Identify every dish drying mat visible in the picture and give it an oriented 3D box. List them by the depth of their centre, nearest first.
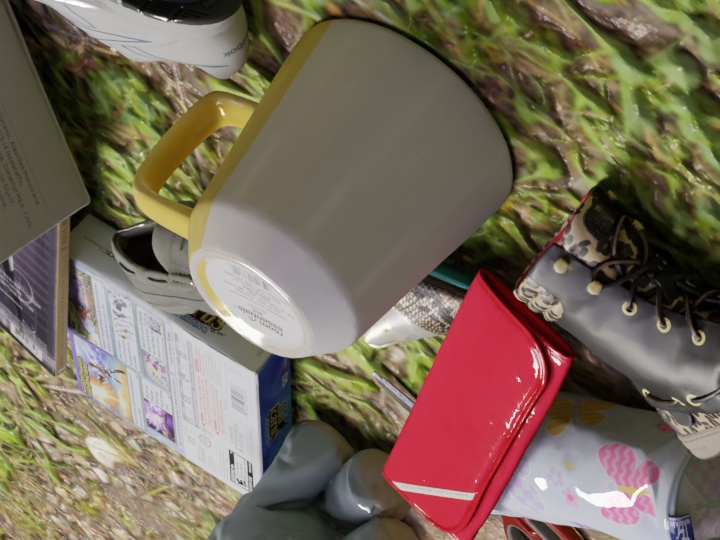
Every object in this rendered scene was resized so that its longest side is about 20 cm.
[{"bbox_3d":[0.067,0.087,1.329,0.077,0.018,0.200,44,142,18],"label":"dish drying mat"}]

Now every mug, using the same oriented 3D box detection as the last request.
[{"bbox_3d":[-0.027,-0.032,1.256,0.149,0.153,0.186,48,152,-18],"label":"mug"}]

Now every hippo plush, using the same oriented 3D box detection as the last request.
[{"bbox_3d":[-0.032,0.227,1.634,0.159,0.200,0.161,45,168,31],"label":"hippo plush"}]

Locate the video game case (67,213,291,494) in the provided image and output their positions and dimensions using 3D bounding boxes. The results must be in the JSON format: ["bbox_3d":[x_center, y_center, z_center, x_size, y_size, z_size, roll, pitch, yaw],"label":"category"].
[{"bbox_3d":[-0.135,0.068,1.654,0.181,0.045,0.200,30,151,17],"label":"video game case"}]

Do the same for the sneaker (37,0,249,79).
[{"bbox_3d":[-0.150,-0.161,1.304,0.200,0.075,0.087,25,155,26],"label":"sneaker"}]

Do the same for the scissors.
[{"bbox_3d":[0.087,0.137,1.526,0.200,0.014,0.073,52,153,-21],"label":"scissors"}]

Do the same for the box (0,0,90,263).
[{"bbox_3d":[-0.314,-0.105,1.480,0.199,0.131,0.200,7,126,47],"label":"box"}]

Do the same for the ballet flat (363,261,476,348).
[{"bbox_3d":[0.000,0.000,1.352,0.200,0.075,0.068,32,-169,15],"label":"ballet flat"}]

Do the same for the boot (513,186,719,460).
[{"bbox_3d":[0.170,0.017,1.182,0.151,0.073,0.200,39,158,1],"label":"boot"}]

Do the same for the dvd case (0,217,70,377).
[{"bbox_3d":[-0.262,-0.033,1.618,0.149,0.016,0.200,40,144,26],"label":"dvd case"}]

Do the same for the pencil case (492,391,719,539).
[{"bbox_3d":[0.139,0.122,1.358,0.200,0.083,0.091,12,126,42],"label":"pencil case"}]

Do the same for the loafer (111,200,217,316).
[{"bbox_3d":[-0.106,-0.011,1.475,0.070,0.070,0.200,40,155,-21],"label":"loafer"}]
